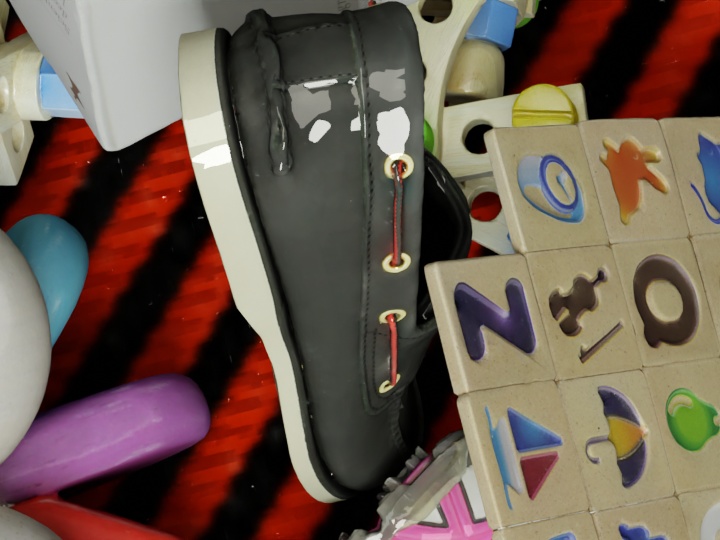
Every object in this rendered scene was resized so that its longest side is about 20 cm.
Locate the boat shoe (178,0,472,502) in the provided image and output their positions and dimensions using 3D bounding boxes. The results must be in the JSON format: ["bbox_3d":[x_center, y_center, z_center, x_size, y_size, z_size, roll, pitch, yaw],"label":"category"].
[{"bbox_3d":[0.000,0.002,0.722,0.063,0.202,0.074,-10,58,2],"label":"boat shoe"}]

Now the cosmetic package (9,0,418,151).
[{"bbox_3d":[-0.007,-0.127,0.734,0.199,0.074,0.102,-28,61,-14],"label":"cosmetic package"}]

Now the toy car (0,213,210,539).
[{"bbox_3d":[-0.107,0.069,0.758,0.149,0.175,0.201,-8,79,-30],"label":"toy car"}]

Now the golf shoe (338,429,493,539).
[{"bbox_3d":[0.052,0.078,0.765,0.200,0.073,0.092,-45,81,-2],"label":"golf shoe"}]

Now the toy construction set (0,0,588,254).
[{"bbox_3d":[-0.028,-0.067,0.795,0.199,0.092,0.132,4,83,-2],"label":"toy construction set"}]

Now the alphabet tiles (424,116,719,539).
[{"bbox_3d":[0.098,0.039,0.722,0.006,0.199,0.167,-24,77,44],"label":"alphabet tiles"}]
